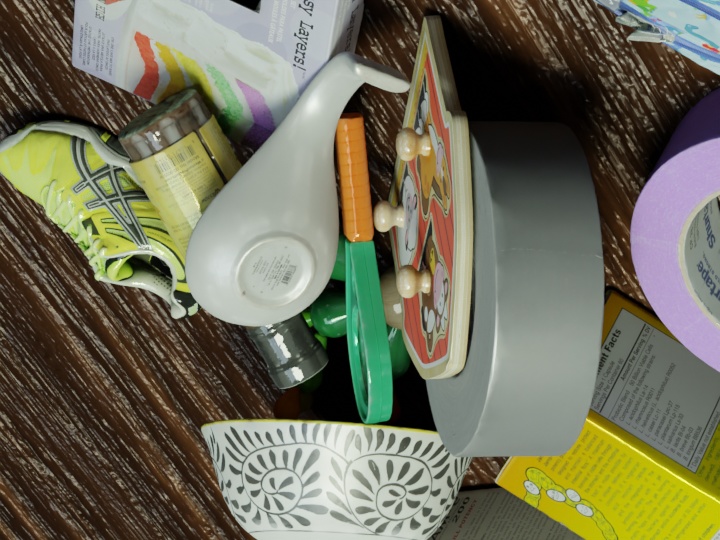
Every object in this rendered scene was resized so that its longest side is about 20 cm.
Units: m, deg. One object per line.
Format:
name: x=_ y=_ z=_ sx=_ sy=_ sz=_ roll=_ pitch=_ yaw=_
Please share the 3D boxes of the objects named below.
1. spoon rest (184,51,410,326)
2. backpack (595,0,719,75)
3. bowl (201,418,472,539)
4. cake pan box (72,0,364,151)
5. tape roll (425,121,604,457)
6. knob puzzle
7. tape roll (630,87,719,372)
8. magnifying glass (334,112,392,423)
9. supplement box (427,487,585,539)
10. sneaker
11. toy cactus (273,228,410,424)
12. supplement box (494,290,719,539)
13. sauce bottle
spoon rest: x=-0.038 y=-0.050 z=1.316 sx=0.099 sy=0.061 sz=0.201 roll=19 pitch=115 yaw=-27
backpack: x=0.183 y=-0.185 z=1.077 sx=0.198 sy=0.164 sz=0.154 roll=22 pitch=147 yaw=5
bowl: x=-0.017 y=0.162 z=1.493 sx=0.198 sy=0.095 sz=0.201 roll=4 pitch=171 yaw=1
cake pan box: x=-0.089 y=-0.177 z=1.334 sx=0.183 sy=0.052 sz=0.201 roll=25 pitch=138 yaw=9
tape roll: x=0.087 y=0.011 z=1.278 sx=0.065 sy=0.202 sz=0.201 roll=0 pitch=138 yaw=-10
knob puzzle: x=0.035 y=-0.022 z=1.295 sx=0.030 sy=0.221 sz=0.221 roll=0 pitch=138 yaw=-11
tape roll: x=0.261 y=-0.016 z=1.241 sx=0.198 sy=0.066 sz=0.201 roll=18 pitch=136 yaw=19
magnifying glass: x=0.000 y=0.000 z=1.369 sx=0.022 sy=0.080 sz=0.202 roll=-5 pitch=103 yaw=-8
supplement box: x=0.156 y=0.219 z=1.527 sx=0.199 sy=0.074 sz=0.127 roll=-10 pitch=124 yaw=40
sneaker: x=-0.178 y=-0.039 z=1.505 sx=0.199 sy=0.077 sz=0.076 roll=27 pitch=141 yaw=11
toy cactus: x=-0.004 y=0.026 z=1.450 sx=0.164 sy=0.102 sz=0.201 roll=-12 pitch=112 yaw=29
supplement box: x=0.207 y=0.127 z=1.379 sx=0.199 sy=0.109 sz=0.110 roll=32 pitch=139 yaw=4
sauce bottle: x=-0.085 y=-0.017 z=1.376 sx=0.064 sy=0.065 sz=0.201 roll=-15 pitch=108 yaw=42
